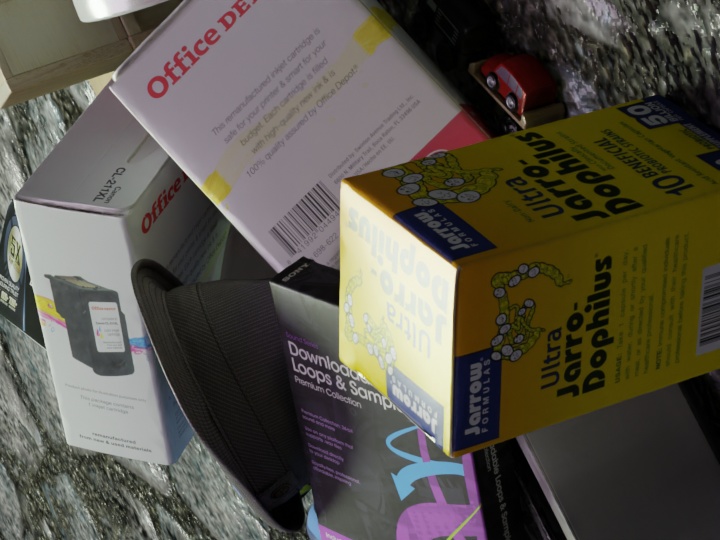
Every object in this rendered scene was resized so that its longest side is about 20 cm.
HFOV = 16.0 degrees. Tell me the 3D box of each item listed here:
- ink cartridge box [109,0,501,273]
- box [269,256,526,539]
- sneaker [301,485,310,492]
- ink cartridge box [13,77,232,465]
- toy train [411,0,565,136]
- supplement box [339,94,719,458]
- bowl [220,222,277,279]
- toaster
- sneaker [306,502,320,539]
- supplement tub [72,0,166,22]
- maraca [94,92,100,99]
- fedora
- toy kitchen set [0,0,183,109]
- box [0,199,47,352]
[{"bbox_3d":[-0.024,-0.086,1.492,0.200,0.145,0.083,48,-170,4],"label":"ink cartridge box"},{"bbox_3d":[0.024,0.100,1.432,0.143,0.036,0.201,17,128,41],"label":"box"},{"bbox_3d":[-0.062,0.128,1.870,0.082,0.074,0.200,44,-179,6],"label":"sneaker"},{"bbox_3d":[-0.139,-0.002,1.635,0.082,0.146,0.201,9,129,21],"label":"ink cartridge box"},{"bbox_3d":[0.091,-0.100,1.448,0.200,0.034,0.046,51,141,35],"label":"toy train"},{"bbox_3d":[0.100,-0.001,1.283,0.109,0.199,0.110,38,136,48],"label":"supplement box"},{"bbox_3d":[-0.024,0.032,1.709,0.201,0.090,0.202,2,-90,-76],"label":"bowl"},{"bbox_3d":[0.127,0.119,1.466,0.201,0.118,0.181,63,157,8],"label":"toaster"},{"bbox_3d":[0.021,0.159,1.813,0.200,0.074,0.083,-9,108,58],"label":"sneaker"},{"bbox_3d":[-0.161,-0.281,1.709,0.132,0.131,0.201,7,117,65],"label":"supplement tub"},{"bbox_3d":[-0.137,-0.085,1.882,0.137,0.107,0.200,35,171,0],"label":"maraca"},{"bbox_3d":[-0.053,0.061,1.532,0.177,0.090,0.200,66,-176,37],"label":"fedora"},{"bbox_3d":[-0.233,-0.197,1.887,0.164,0.180,0.200,64,154,7],"label":"toy kitchen set"},{"bbox_3d":[-0.143,0.017,1.853,0.164,0.199,0.087,31,111,56],"label":"box"}]
